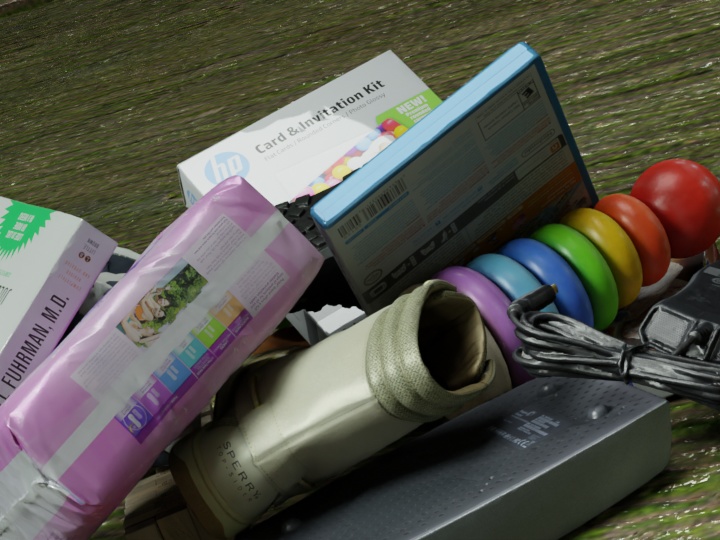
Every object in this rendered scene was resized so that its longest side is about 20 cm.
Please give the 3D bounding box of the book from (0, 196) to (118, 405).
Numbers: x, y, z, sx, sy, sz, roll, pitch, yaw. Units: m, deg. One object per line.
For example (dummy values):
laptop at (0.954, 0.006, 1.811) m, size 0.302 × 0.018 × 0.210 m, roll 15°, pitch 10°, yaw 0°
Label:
book at (-0.209, 0.059, 1.519) m, size 0.200 × 0.048 × 0.134 m, roll -59°, pitch 25°, yaw -9°

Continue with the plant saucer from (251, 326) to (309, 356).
plant saucer at (0.012, 0.043, 1.729) m, size 0.200 × 0.038 × 0.200 m, roll -21°, pitch 14°, yaw 5°

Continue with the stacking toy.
stacking toy at (0.116, 0.000, 1.547) m, size 0.200 × 0.085 × 0.085 m, roll -33°, pitch 17°, yaw -23°

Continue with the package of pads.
package of pads at (-0.114, 0.053, 1.429) m, size 0.200 × 0.076 × 0.120 m, roll -50°, pitch 6°, yaw -34°

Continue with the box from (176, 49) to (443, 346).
box at (0.012, -0.026, 1.681) m, size 0.156 × 0.041 × 0.200 m, roll -29°, pitch 52°, yaw -17°

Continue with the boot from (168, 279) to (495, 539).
boot at (-0.002, 0.057, 1.472) m, size 0.155 × 0.072 × 0.200 m, roll -31°, pitch 5°, yaw 18°

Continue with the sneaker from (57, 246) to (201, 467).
sneaker at (-0.111, 0.043, 1.607) m, size 0.129 × 0.080 × 0.199 m, roll 9°, pitch 19°, yaw -41°

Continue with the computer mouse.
computer mouse at (0.152, 0.033, 1.441) m, size 0.140 × 0.046 × 0.200 m, roll 13°, pitch 20°, yaw 20°

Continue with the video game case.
video game case at (0.061, -0.018, 1.551) m, size 0.143 × 0.200 × 0.018 m, roll -39°, pitch 54°, yaw -8°

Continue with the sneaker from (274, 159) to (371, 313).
sneaker at (0.000, 0.000, 1.576) m, size 0.200 × 0.088 × 0.076 m, roll -26°, pitch 26°, yaw -10°

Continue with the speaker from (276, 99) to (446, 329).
speaker at (0.012, -0.038, 1.775) m, size 0.200 × 0.089 × 0.088 m, roll -26°, pitch 15°, yaw -15°

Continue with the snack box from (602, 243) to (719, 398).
snack box at (0.157, 0.028, 1.585) m, size 0.072 × 0.024 × 0.200 m, roll -21°, pitch 14°, yaw 15°

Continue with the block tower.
block tower at (-0.092, 0.125, 1.547) m, size 0.054 × 0.058 × 0.200 m, roll -22°, pitch 15°, yaw 0°

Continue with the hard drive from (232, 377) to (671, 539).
hard drive at (0.047, 0.112, 1.410) m, size 0.200 × 0.042 × 0.135 m, roll -27°, pitch 14°, yaw -14°
